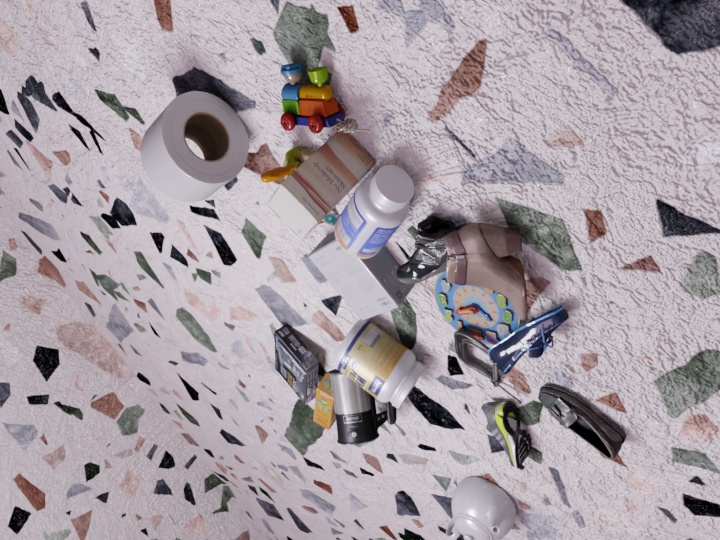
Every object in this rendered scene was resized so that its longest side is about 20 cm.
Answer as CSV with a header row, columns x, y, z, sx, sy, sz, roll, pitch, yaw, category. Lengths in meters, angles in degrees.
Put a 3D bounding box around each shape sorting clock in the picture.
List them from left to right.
x,y,z,sx,sy,sz,roll,pitch,yaw,category
0.237,0.075,1.407,0.197,0.039,0.202,26,142,21,shape sorting clock

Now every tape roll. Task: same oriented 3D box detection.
x,y,z,sx,sy,sz,roll,pitch,yaw,category
-0.360,-0.265,1.482,0.204,0.203,0.138,51,145,-14,tape roll

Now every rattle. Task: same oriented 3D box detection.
x,y,z,sx,sy,sz,roll,pitch,yaw,category
-0.123,-0.145,1.442,0.127,0.144,0.203,7,130,13,rattle

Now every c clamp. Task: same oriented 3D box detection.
x,y,z,sx,sy,sz,roll,pitch,yaw,category
0.276,0.201,1.488,0.169,0.027,0.201,31,161,31,c clamp

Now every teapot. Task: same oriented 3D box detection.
x,y,z,sx,sy,sz,roll,pitch,yaw,category
0.323,0.683,1.886,0.195,0.146,0.202,15,139,33,teapot

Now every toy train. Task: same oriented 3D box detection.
x,y,z,sx,sy,sz,roll,pitch,yaw,category
-0.066,-0.319,1.252,0.197,0.084,0.118,13,123,35,toy train

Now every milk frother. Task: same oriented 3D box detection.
x,y,z,sx,sy,sz,roll,pitch,yaw,category
0.005,0.353,1.865,0.200,0.176,0.193,172,91,-81,milk frother

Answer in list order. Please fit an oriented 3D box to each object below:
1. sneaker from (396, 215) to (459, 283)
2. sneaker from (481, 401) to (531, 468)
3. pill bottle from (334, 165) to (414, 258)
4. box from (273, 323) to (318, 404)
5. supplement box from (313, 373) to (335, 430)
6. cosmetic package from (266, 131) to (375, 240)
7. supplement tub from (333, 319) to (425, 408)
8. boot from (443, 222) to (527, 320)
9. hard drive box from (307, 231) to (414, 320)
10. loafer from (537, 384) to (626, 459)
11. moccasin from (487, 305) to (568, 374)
x,y,z,sx,sy,sz,roll,pitch,yaw,category
0.128,-0.045,1.356,0.115,0.076,0.198,52,141,-12,sneaker
0.346,0.383,1.619,0.080,0.074,0.203,10,129,50,sneaker
0.030,-0.116,1.340,0.112,0.112,0.200,40,145,1,pill bottle
-0.188,0.276,1.994,0.158,0.049,0.202,45,150,27,box
-0.099,0.397,2.060,0.066,0.069,0.202,27,140,15,supplement box
-0.074,-0.168,1.306,0.103,0.201,0.087,43,147,-6,cosmetic package
0.046,0.228,1.667,0.198,0.145,0.145,34,145,11,supplement tub
0.231,0.006,1.265,0.143,0.070,0.204,-8,109,11,boot
0.000,0.000,1.525,0.201,0.077,0.155,50,144,-13,hard drive box
0.458,0.315,1.429,0.198,0.063,0.072,32,144,14,loafer
0.336,0.137,1.329,0.069,0.080,0.200,60,139,14,moccasin
